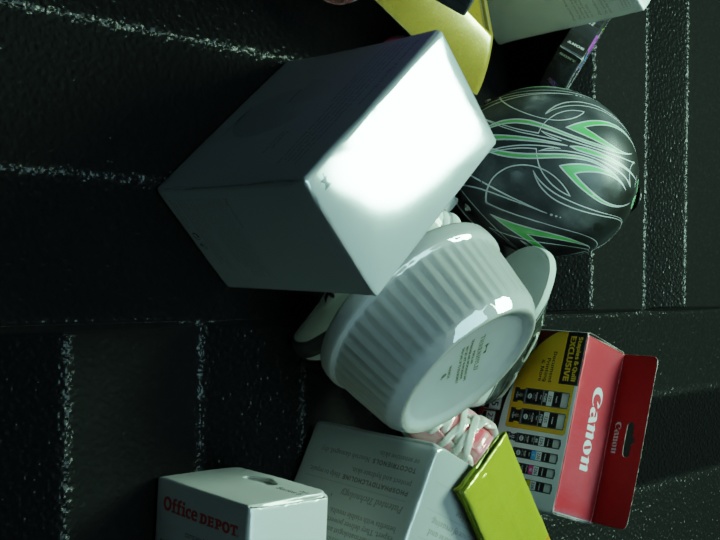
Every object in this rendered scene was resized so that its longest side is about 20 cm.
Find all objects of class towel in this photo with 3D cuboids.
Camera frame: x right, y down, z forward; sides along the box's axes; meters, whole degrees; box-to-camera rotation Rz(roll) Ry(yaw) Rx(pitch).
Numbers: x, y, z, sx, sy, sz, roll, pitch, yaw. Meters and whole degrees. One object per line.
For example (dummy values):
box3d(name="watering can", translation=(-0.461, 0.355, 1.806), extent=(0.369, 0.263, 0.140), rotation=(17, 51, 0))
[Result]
box3d(name="towel", translation=(0.144, 0.254, 0.907), extent=(0.086, 0.018, 0.201), rotation=(-44, 120, -41))

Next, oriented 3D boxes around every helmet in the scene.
box3d(name="helmet", translation=(0.203, -0.110, 1.076), extent=(0.191, 0.199, 0.201), rotation=(32, 68, -57))

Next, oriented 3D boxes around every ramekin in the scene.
box3d(name="ramekin", translation=(0.069, 0.061, 0.884), extent=(0.202, 0.094, 0.203), rotation=(-30, 150, -19))

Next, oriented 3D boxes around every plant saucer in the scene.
box3d(name="plant saucer", translation=(0.067, -0.305, 0.969), extent=(0.200, 0.048, 0.201), rotation=(35, 38, -38))

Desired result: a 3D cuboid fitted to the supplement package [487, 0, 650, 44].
box3d(name="supplement package", translation=(0.224, -0.345, 1.071), extent=(0.117, 0.200, 0.117), rotation=(51, 58, -30))

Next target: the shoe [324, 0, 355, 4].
box3d(name="shoe", translation=(-0.086, -0.278, 0.875), extent=(0.200, 0.071, 0.091), rotation=(31, 71, -33))

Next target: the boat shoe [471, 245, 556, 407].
box3d(name="boat shoe", translation=(0.164, 0.062, 1.077), extent=(0.064, 0.071, 0.200), rotation=(5, 119, -45))

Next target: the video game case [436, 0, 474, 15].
box3d(name="video game case", translation=(0.037, -0.329, 0.883), extent=(0.200, 0.026, 0.181), rotation=(30, 47, -1))

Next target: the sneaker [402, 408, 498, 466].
box3d(name="sneaker", translation=(0.081, 0.148, 1.010), extent=(0.075, 0.104, 0.201), rotation=(-49, 120, -29))

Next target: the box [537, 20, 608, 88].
box3d(name="box", translation=(0.266, -0.279, 1.165), extent=(0.036, 0.143, 0.200), rotation=(29, 62, 5))

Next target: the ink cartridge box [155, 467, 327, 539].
box3d(name="ink cartridge box", translation=(-0.104, 0.276, 0.808), extent=(0.084, 0.145, 0.201), rotation=(3, 88, -42))

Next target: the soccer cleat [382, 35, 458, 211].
box3d(name="soccer cleat", translation=(0.059, -0.146, 1.018), extent=(0.086, 0.070, 0.201), rotation=(-29, 115, -50))

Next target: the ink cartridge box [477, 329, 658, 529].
box3d(name="ink cartridge box", translation=(0.223, 0.172, 1.094), extent=(0.084, 0.175, 0.201), rotation=(25, 73, -41))

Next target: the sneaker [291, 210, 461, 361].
box3d(name="sneaker", translation=(0.000, 0.000, 0.918), extent=(0.080, 0.074, 0.200), rotation=(41, 97, -24))

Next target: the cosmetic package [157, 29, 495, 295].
box3d(name="cosmetic package", translation=(-0.027, -0.090, 0.839), extent=(0.200, 0.200, 0.123), rotation=(-51, 122, -30))

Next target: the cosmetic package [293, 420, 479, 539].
box3d(name="cosmetic package", translation=(0.028, 0.273, 0.918), extent=(0.167, 0.166, 0.201), rotation=(35, 68, -39))
